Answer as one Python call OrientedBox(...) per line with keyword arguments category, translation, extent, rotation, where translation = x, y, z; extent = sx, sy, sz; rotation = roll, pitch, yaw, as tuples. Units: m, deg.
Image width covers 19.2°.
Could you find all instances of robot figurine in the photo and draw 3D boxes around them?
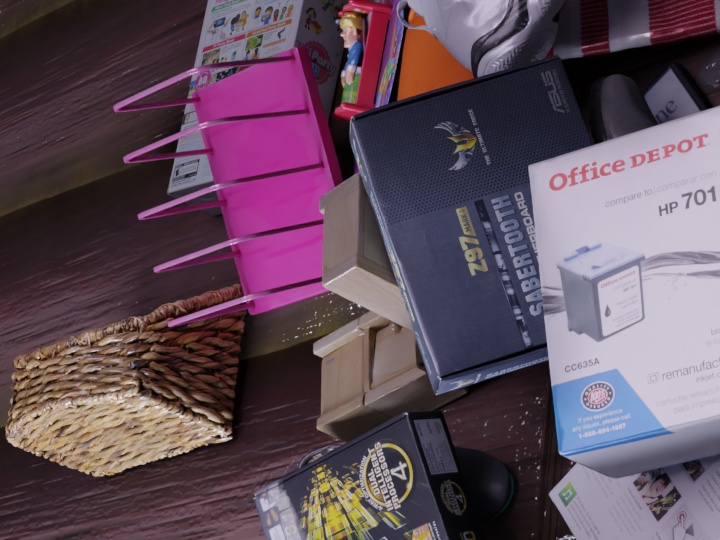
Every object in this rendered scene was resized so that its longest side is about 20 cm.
OrientedBox(category="robot figurine", translation=(0.089, -0.152, 1.654), extent=(0.144, 0.116, 0.201), rotation=(100, 177, -65))

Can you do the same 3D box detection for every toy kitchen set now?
OrientedBox(category="toy kitchen set", translation=(0.000, 0.000, 1.612), extent=(0.200, 0.180, 0.164), rotation=(-31, 46, 39))

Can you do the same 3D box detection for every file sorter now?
OrientedBox(category="file sorter", translation=(-0.107, -0.066, 1.758), extent=(0.139, 0.125, 0.201), rotation=(-18, 86, 44))

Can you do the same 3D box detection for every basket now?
OrientedBox(category="basket", translation=(-0.212, 0.077, 1.850), extent=(0.200, 0.142, 0.150), rotation=(-19, 55, 43))

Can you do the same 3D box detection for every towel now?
OrientedBox(category="towel", translation=(0.183, -0.224, 1.584), extent=(0.199, 0.023, 0.145), rotation=(-7, 60, 14))

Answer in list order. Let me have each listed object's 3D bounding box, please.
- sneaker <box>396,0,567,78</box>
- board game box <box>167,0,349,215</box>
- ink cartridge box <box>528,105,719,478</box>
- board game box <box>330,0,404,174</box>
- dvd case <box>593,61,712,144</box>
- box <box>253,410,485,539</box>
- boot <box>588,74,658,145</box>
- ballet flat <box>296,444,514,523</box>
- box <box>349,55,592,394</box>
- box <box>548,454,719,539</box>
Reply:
OrientedBox(category="sneaker", translation=(0.113, -0.235, 1.538), extent=(0.115, 0.075, 0.200), rotation=(34, 93, 20))
OrientedBox(category="board game box", translation=(-0.090, -0.161, 1.918), extent=(0.147, 0.064, 0.201), rotation=(-10, 62, 46))
OrientedBox(category="ink cartridge box", translation=(0.195, 0.016, 1.348), extent=(0.146, 0.086, 0.201), rotation=(-17, 67, 29))
OrientedBox(category="board game box", translation=(-0.003, -0.178, 1.765), extent=(0.200, 0.039, 0.158), rotation=(-90, 14, -51))
OrientedBox(category="dvd case", translation=(0.217, -0.041, 1.512), extent=(0.143, 0.018, 0.200), rotation=(-48, 39, 20))
OrientedBox(category="box", translation=(0.020, 0.220, 1.508), extent=(0.161, 0.049, 0.201), rotation=(-30, 70, 37))
OrientedBox(category="boot", translation=(0.240, -0.077, 1.448), extent=(0.132, 0.070, 0.201), rotation=(-36, 56, 27))
OrientedBox(category="ballet flat", translation=(0.023, 0.157, 1.582), extent=(0.200, 0.073, 0.073), rotation=(-3, 66, 49))
OrientedBox(category="box", translation=(0.095, -0.032, 1.467), extent=(0.157, 0.051, 0.201), rotation=(-16, 75, -5))
OrientedBox(category="box", translation=(0.223, 0.129, 1.388), extent=(0.200, 0.036, 0.145), rotation=(-50, 39, 18))
